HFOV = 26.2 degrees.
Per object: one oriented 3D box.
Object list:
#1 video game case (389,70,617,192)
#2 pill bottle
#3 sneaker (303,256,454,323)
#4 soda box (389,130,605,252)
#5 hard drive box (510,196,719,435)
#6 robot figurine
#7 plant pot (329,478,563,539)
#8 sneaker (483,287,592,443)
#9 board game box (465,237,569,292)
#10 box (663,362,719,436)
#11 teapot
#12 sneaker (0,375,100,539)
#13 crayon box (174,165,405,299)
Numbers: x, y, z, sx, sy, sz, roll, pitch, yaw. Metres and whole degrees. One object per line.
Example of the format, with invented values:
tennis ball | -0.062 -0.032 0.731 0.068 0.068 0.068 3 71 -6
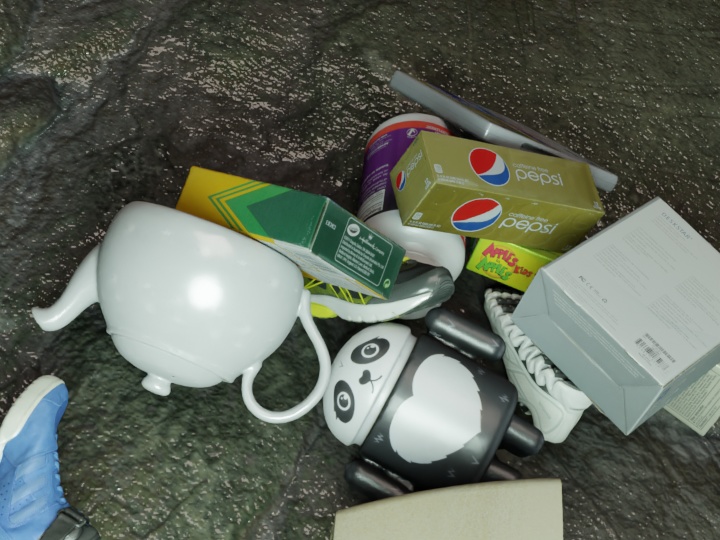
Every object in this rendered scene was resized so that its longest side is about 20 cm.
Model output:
video game case | 0.147 -0.146 1.618 0.181 0.022 0.200 19 12 -34
pill bottle | 0.051 -0.053 1.536 0.111 0.113 0.202 16 47 -10
sneaker | 0.000 0.000 1.412 0.074 0.198 0.086 -16 100 -46
soda box | 0.132 -0.073 1.474 0.198 0.068 0.065 8 50 -29
hard drive box | 0.264 0.037 1.443 0.199 0.077 0.156 -27 65 -40
robot figurine | 0.063 0.129 1.377 0.198 0.125 0.151 29 41 1
plant pot | 0.054 0.287 1.204 0.174 0.201 0.201 8 48 -3
sneaker | 0.162 0.086 1.497 0.074 0.082 0.201 7 30 -22
board game box | 0.171 -0.053 1.600 0.100 0.048 0.201 22 32 -5
box | 0.296 0.062 1.558 0.199 0.095 0.078 37 46 8
teapot | -0.148 0.039 1.350 0.196 0.199 0.148 28 78 -41
sneaker | -0.249 0.183 1.228 0.110 0.077 0.201 20 51 2
crayon box | -0.074 -0.037 1.365 0.198 0.125 0.052 14 79 38
